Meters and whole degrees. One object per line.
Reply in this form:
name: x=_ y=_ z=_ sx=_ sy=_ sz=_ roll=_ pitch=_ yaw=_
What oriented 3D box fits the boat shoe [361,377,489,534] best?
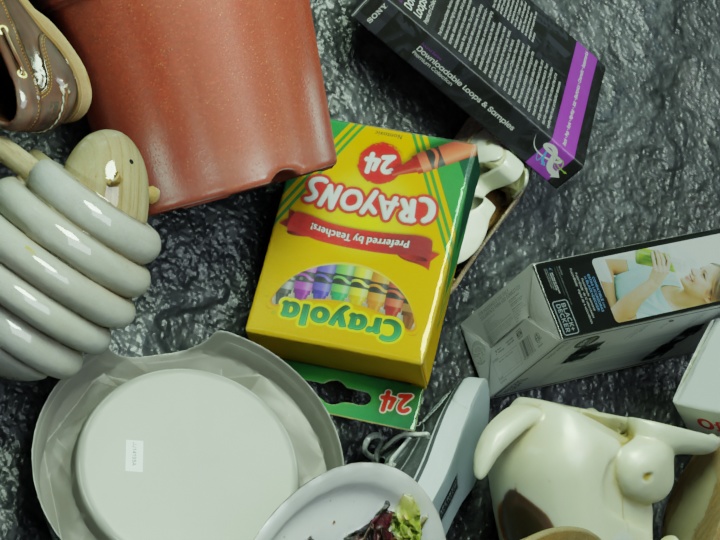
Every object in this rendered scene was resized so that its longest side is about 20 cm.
boat shoe: x=0.036 y=0.141 z=1.709 sx=0.200 sy=0.068 sz=0.074 roll=-64 pitch=155 yaw=-43

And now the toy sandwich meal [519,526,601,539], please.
toy sandwich meal: x=0.109 y=0.257 z=1.566 sx=0.205 sy=0.070 sz=0.206 roll=-25 pitch=128 yaw=-37

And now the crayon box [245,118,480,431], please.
crayon box: x=0.000 y=0.000 z=1.704 sx=0.127 sy=0.051 sz=0.201 roll=10 pitch=68 yaw=10

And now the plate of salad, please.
plate of salad: x=-0.008 y=0.219 z=1.556 sx=0.200 sy=0.048 sz=0.201 roll=-14 pitch=110 yaw=-42

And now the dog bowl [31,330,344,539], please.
dog bowl: x=-0.113 y=0.135 z=1.599 sx=0.199 sy=0.059 sz=0.201 roll=6 pitch=57 yaw=-10

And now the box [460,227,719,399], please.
box: x=0.187 y=0.028 z=1.796 sx=0.199 sy=0.117 sz=0.060 roll=-10 pitch=71 yaw=-30

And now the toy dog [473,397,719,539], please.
toy dog: x=0.146 y=0.194 z=1.711 sx=0.194 sy=0.139 sz=0.201 roll=12 pitch=87 yaw=-56

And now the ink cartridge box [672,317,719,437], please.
ink cartridge box: x=0.329 y=0.132 z=1.789 sx=0.085 sy=0.144 sz=0.200 roll=-57 pitch=136 yaw=-26

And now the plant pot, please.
plant pot: x=-0.109 y=-0.144 z=1.643 sx=0.200 sy=0.201 sz=0.196 roll=-17 pitch=93 yaw=-32

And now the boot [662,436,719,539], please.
boot: x=0.289 y=0.212 z=1.794 sx=0.144 sy=0.071 sz=0.202 roll=5 pitch=113 yaw=-21

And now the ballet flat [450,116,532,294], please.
ballet flat: x=0.084 y=-0.050 z=1.789 sx=0.068 sy=0.067 sz=0.200 roll=38 pitch=62 yaw=-15

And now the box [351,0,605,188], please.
box: x=0.089 y=-0.166 z=1.809 sx=0.200 sy=0.036 sz=0.143 roll=41 pitch=34 yaw=-15

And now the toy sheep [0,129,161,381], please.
toy sheep: x=-0.200 y=0.000 z=1.568 sx=0.138 sy=0.138 sz=0.200 roll=31 pitch=95 yaw=-19

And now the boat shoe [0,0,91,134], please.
boat shoe: x=-0.254 y=-0.166 z=1.592 sx=0.200 sy=0.070 sz=0.070 roll=46 pitch=36 yaw=19
